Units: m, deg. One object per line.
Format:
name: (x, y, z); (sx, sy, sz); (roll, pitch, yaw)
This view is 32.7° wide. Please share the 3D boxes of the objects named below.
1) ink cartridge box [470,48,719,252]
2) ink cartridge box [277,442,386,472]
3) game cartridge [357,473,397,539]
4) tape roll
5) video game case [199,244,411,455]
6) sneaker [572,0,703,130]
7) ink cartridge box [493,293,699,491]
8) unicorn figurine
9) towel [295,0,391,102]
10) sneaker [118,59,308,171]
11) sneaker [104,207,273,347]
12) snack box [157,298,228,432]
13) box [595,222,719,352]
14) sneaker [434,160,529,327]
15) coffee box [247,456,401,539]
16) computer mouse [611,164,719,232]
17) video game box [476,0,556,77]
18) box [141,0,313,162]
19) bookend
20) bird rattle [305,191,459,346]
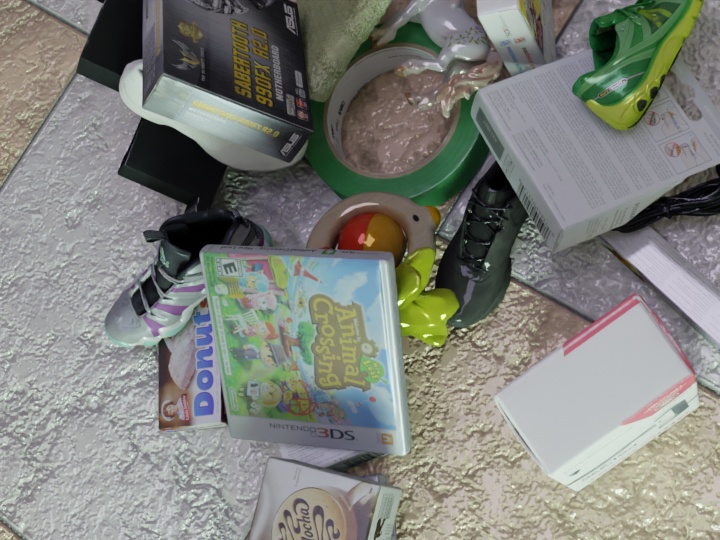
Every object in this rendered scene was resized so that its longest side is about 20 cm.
ink cartridge box: (0.226, -0.125, 1.136); (0.199, 0.057, 0.163); (-20, 67, -18)
ink cartridge box: (-0.042, 0.100, 1.220); (0.108, 0.050, 0.201); (-23, 67, 12)
game cartridge: (-0.023, 0.301, 1.161); (0.129, 0.038, 0.201); (-10, 71, 12)
tape roll: (0.038, -0.157, 1.270); (0.199, 0.048, 0.202); (-5, 73, 18)
video game case: (-0.049, 0.073, 1.122); (0.181, 0.022, 0.201); (3, 116, 19)
sneaker: (0.256, -0.222, 1.120); (0.083, 0.074, 0.201); (29, 65, 6)
ink cartridge box: (0.207, 0.111, 1.046); (0.145, 0.200, 0.085); (-36, 71, 6)
unicorn figurine: (0.076, -0.254, 1.229); (0.137, 0.074, 0.201); (-32, 80, 2)
towel: (-0.025, -0.267, 1.268); (0.149, 0.036, 0.200); (-52, 26, 21)
sneaker: (-0.142, -0.155, 1.216); (0.199, 0.088, 0.076); (19, 82, -14)
sneaker: (-0.193, -0.003, 1.225); (0.199, 0.140, 0.078); (-35, 67, 3)
snack box: (-0.176, 0.066, 1.289); (0.071, 0.024, 0.201); (-8, 71, 15)
box: (0.288, 0.006, 1.138); (0.041, 0.039, 0.200); (-45, 65, 2)
sneaker: (0.122, -0.042, 1.182); (0.076, 0.091, 0.201); (22, 83, 19)
coffee box: (-0.046, 0.280, 1.107); (0.112, 0.080, 0.201); (12, 82, 19)
computer mouse: (0.280, -0.134, 1.166); (0.139, 0.046, 0.201); (-7, 59, 1)
video game box: (0.150, -0.298, 1.200); (0.046, 0.182, 0.201); (-7, 71, 17)
box: (-0.131, -0.211, 1.187); (0.048, 0.158, 0.201); (-48, 35, 36)
bookend: (-0.221, -0.178, 1.289); (0.198, 0.092, 0.201); (23, 81, -14)
bird rattle: (0.000, 0.000, 1.180); (0.199, 0.113, 0.164); (5, 60, 29)
